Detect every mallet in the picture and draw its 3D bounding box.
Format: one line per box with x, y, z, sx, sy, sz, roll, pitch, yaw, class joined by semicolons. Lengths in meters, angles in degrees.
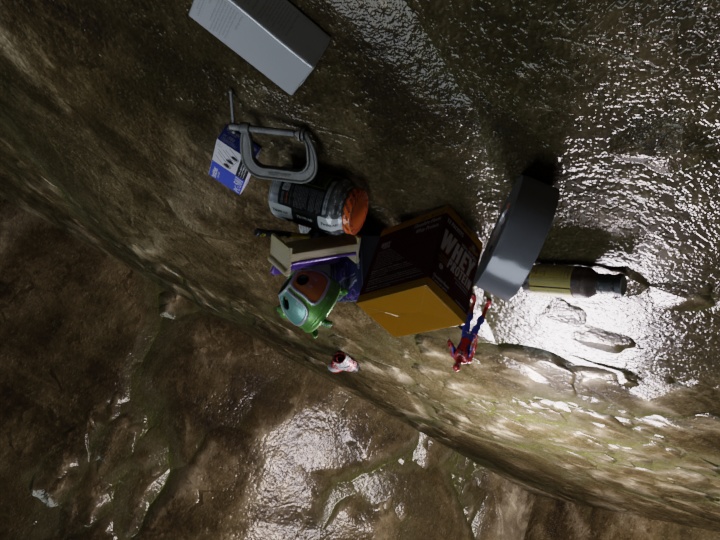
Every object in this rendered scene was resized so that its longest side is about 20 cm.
-0.146;-0.085;1.244;0.066;0.042;0.198;-37;156;26;mallet

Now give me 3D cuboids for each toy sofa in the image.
-0.099;-0.034;1.234;0.082;0.197;0.100;35;125;43;toy sofa

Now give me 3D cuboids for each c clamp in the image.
-0.178;-0.259;1.137;0.196;0.027;0.174;13;123;8;c clamp

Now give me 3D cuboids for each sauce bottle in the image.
0.420;0.023;1.113;0.197;0.066;0.065;6;151;43;sauce bottle

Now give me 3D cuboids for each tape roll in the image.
0.258;-0.054;0.941;0.065;0.203;0.201;22;158;6;tape roll

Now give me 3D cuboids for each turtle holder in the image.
-0.124;0.064;1.322;0.131;0.143;0.185;34;171;-14;turtle holder

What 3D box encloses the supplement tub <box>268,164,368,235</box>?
-0.090;-0.151;1.221;0.196;0.124;0.123;18;157;21;supplement tub

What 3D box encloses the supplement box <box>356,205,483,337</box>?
0.126;0.006;1.173;0.195;0.203;0.132;-18;132;44;supplement box

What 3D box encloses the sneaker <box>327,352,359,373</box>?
-0.104;0.415;2.560;0.199;0.068;0.108;-5;142;47;sneaker

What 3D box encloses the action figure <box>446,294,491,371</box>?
0.263;0.146;1.374;0.064;0.203;0.099;15;156;21;action figure

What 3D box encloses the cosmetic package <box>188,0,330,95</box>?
-0.155;-0.377;0.866;0.198;0.075;0.101;33;157;-21;cosmetic package

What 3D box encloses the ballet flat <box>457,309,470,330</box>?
0.216;0.097;1.488;0.198;0.076;0.068;35;160;-19;ballet flat

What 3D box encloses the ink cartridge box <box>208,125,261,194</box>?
-0.300;-0.257;1.327;0.093;0.045;0.200;33;158;-10;ink cartridge box

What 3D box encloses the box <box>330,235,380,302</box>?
0.000;0.000;1.372;0.102;0.152;0.199;0;174;-29;box

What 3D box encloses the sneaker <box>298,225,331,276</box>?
-0.095;-0.063;1.363;0.098;0.205;0.077;-7;-176;41;sneaker
